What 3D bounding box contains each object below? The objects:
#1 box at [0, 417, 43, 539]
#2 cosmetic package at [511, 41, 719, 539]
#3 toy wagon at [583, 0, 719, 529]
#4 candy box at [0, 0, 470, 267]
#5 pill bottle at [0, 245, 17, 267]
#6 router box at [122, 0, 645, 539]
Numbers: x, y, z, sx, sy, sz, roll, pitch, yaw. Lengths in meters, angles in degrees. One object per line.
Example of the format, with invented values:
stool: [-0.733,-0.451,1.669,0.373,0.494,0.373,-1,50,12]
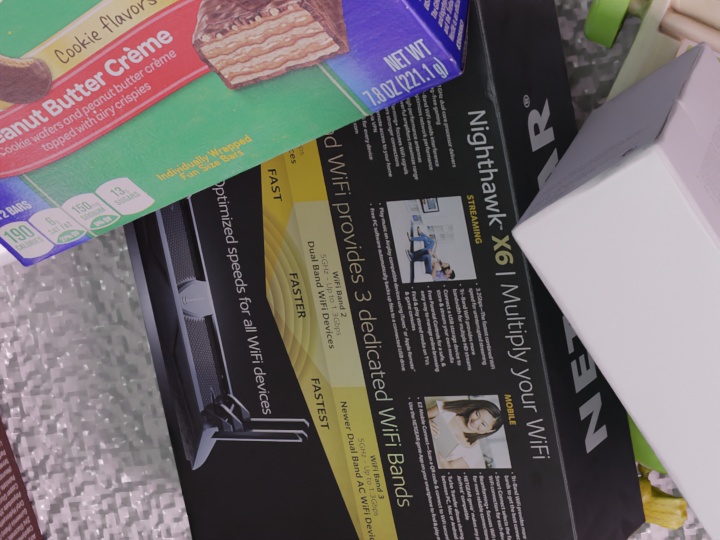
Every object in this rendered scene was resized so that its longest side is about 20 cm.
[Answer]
box: [-0.174,0.119,0.841,0.099,0.075,0.201,-15,103,17]
cosmetic package: [0.128,0.040,0.658,0.052,0.151,0.201,-31,96,22]
toy wagon: [0.127,-0.010,0.745,0.154,0.040,0.201,25,110,7]
candy box: [-0.089,-0.110,0.623,0.168,0.077,0.200,-22,130,28]
pill bottle: [-0.165,-0.096,0.758,0.112,0.112,0.201,-17,100,18]
router box: [0.000,0.000,0.749,0.156,0.052,0.201,-2,106,33]
